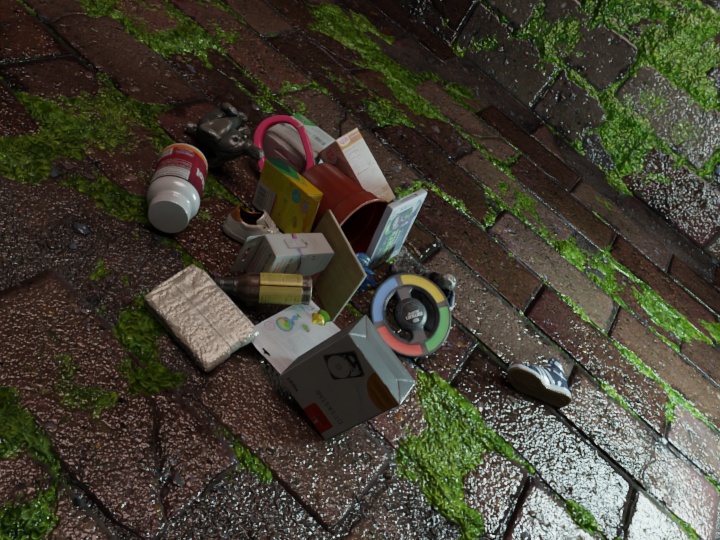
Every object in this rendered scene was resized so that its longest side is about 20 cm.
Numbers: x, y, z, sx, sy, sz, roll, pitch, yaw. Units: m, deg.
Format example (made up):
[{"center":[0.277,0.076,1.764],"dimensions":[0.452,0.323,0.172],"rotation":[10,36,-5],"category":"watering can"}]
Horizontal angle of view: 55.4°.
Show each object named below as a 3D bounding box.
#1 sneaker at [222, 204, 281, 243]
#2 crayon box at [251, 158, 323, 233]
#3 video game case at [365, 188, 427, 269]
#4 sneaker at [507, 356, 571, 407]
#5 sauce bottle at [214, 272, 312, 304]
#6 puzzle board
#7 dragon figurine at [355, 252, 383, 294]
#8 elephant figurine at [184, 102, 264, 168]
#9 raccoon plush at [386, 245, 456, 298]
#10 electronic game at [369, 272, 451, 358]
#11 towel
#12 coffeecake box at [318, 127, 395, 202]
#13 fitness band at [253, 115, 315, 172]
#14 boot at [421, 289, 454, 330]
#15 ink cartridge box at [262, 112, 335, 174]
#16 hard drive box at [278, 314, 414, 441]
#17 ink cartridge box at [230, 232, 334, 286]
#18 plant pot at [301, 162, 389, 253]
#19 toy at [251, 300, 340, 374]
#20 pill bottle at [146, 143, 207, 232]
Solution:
[{"center":[-0.208,-0.081,1.555],"dimensions":[0.198,0.085,0.073],"rotation":[26,34,-18],"category":"sneaker"},{"center":[-0.164,-0.158,1.610],"dimensions":[0.050,0.128,0.200],"rotation":[-13,45,-47],"category":"crayon box"},{"center":[0.082,-0.098,1.714],"dimensions":[0.023,0.202,0.181],"rotation":[36,34,17],"category":"video game case"},{"center":[0.441,0.256,1.717],"dimensions":[0.198,0.070,0.109],"rotation":[29,40,-21],"category":"sneaker"},{"center":[-0.200,0.035,1.412],"dimensions":[0.197,0.065,0.065],"rotation":[5,42,-10],"category":"sauce bottle"},{"center":[-0.064,-0.013,1.537],"dimensions":[0.017,0.151,0.201],"rotation":[2,46,-39],"category":"puzzle board"},{"center":[0.000,0.000,1.619],"dimensions":[0.198,0.100,0.059],"rotation":[12,41,-33],"category":"dragon figurine"},{"center":[-0.332,-0.317,1.670],"dimensions":[0.141,0.155,0.201],"rotation":[42,20,-31],"category":"elephant figurine"},{"center":[0.154,0.007,1.708],"dimensions":[0.197,0.098,0.134],"rotation":[10,36,19],"category":"raccoon plush"},{"center":[0.116,0.102,1.583],"dimensions":[0.197,0.042,0.203],"rotation":[5,70,-14],"category":"electronic game"},{"center":[-0.303,0.088,1.298],"dimensions":[0.132,0.035,0.200],"rotation":[-36,74,-32],"category":"towel"},{"center":[-0.013,-0.249,1.781],"dimensions":[0.073,0.153,0.202],"rotation":[-33,98,-19],"category":"coffeecake box"},{"center":[-0.194,-0.297,1.748],"dimensions":[0.037,0.142,0.203],"rotation":[58,16,-85],"category":"fitness band"},{"center":[0.199,0.055,1.726],"dimensions":[0.073,0.096,0.201],"rotation":[22,37,-18],"category":"boot"},{"center":[-0.176,-0.334,1.871],"dimensions":[0.146,0.083,0.200],"rotation":[38,36,4],"category":"ink cartridge box"},{"center":[-0.026,0.199,1.254],"dimensions":[0.157,0.199,0.077],"rotation":[53,36,-3],"category":"hard drive box"},{"center":[-0.169,-0.017,1.486],"dimensions":[0.198,0.117,0.068],"rotation":[-4,50,-41],"category":"ink cartridge box"},{"center":[-0.060,-0.147,1.677],"dimensions":[0.199,0.202,0.195],"rotation":[-13,48,-46],"category":"plant pot"},{"center":[-0.136,0.138,1.394],"dimensions":[0.115,0.047,0.199],"rotation":[44,42,14],"category":"toy"},{"center":[-0.397,-0.176,1.482],"dimensions":[0.112,0.113,0.202],"rotation":[21,39,-19],"category":"pill bottle"}]
